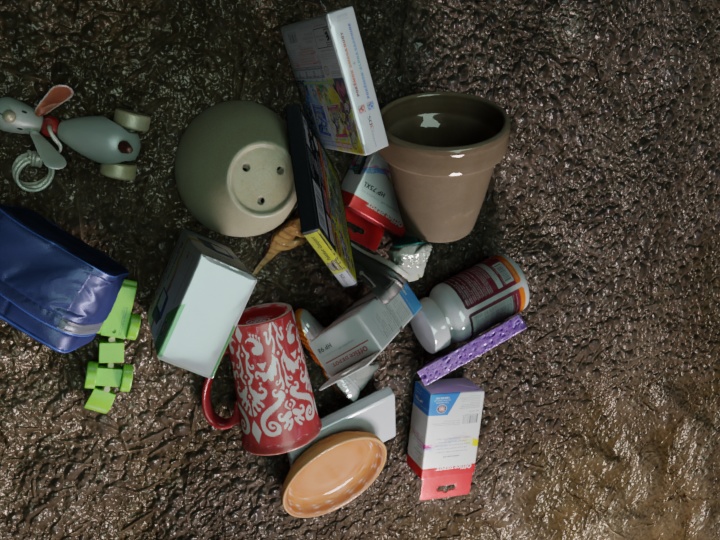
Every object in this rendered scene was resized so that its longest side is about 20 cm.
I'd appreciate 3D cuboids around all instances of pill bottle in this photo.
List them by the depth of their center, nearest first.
[{"bbox_3d":[0.188,0.059,1.198,0.197,0.109,0.112,-25,112,-17],"label":"pill bottle"}]

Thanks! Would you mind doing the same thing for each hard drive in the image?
[{"bbox_3d":[-0.031,0.285,1.175,0.197,0.026,0.134,-23,138,-18],"label":"hard drive"}]

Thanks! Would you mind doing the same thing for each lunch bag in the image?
[{"bbox_3d":[-0.421,0.012,0.888,0.198,0.136,0.134,31,89,-3],"label":"lunch bag"}]

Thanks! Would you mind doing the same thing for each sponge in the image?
[{"bbox_3d":[0.195,0.133,1.182,0.198,0.111,0.030,-32,82,12],"label":"sponge"}]

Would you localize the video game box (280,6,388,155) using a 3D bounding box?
[{"bbox_3d":[-0.040,-0.263,0.969,0.046,0.199,0.186,-21,111,-18],"label":"video game box"}]

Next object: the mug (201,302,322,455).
[{"bbox_3d":[-0.159,0.169,1.064,0.174,0.133,0.205,-14,105,-22],"label":"mug"}]

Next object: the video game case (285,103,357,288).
[{"bbox_3d":[-0.055,-0.100,0.971,0.025,0.204,0.181,-16,153,10],"label":"video game case"}]

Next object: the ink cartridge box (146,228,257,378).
[{"bbox_3d":[-0.229,0.038,0.960,0.086,0.200,0.148,24,94,-23],"label":"ink cartridge box"}]

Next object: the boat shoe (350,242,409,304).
[{"bbox_3d":[0.000,0.000,1.048,0.067,0.199,0.058,37,83,-31],"label":"boat shoe"}]

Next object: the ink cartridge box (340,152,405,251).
[{"bbox_3d":[0.038,-0.137,1.107,0.115,0.067,0.203,25,92,-28],"label":"ink cartridge box"}]

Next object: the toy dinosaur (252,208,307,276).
[{"bbox_3d":[-0.119,-0.047,1.051,0.106,0.200,0.061,-32,82,-43],"label":"toy dinosaur"}]

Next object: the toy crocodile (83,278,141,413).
[{"bbox_3d":[-0.363,0.111,1.001,0.066,0.062,0.205,8,95,-24],"label":"toy crocodile"}]

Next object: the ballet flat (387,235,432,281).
[{"bbox_3d":[0.081,-0.017,1.084,0.070,0.200,0.074,0,96,5],"label":"ballet flat"}]

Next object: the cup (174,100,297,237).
[{"bbox_3d":[-0.157,-0.137,0.980,0.196,0.143,0.205,-6,105,-22],"label":"cup"}]

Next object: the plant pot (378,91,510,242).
[{"bbox_3d":[0.117,-0.146,1.017,0.196,0.201,0.178,-16,129,-19],"label":"plant pot"}]

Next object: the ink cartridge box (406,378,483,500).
[{"bbox_3d":[0.152,0.308,1.259,0.114,0.067,0.205,1,102,-23],"label":"ink cartridge box"}]

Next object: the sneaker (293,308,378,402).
[{"bbox_3d":[-0.042,0.123,1.142,0.092,0.075,0.201,-44,123,-16],"label":"sneaker"}]

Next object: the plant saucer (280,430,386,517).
[{"bbox_3d":[-0.048,0.341,1.168,0.197,0.038,0.203,-21,137,-20],"label":"plant saucer"}]

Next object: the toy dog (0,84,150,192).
[{"bbox_3d":[-0.371,-0.175,0.901,0.196,0.096,0.135,-12,107,-21],"label":"toy dog"}]

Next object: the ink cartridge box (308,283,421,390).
[{"bbox_3d":[0.002,0.092,1.058,0.067,0.115,0.200,55,34,-3],"label":"ink cartridge box"}]
